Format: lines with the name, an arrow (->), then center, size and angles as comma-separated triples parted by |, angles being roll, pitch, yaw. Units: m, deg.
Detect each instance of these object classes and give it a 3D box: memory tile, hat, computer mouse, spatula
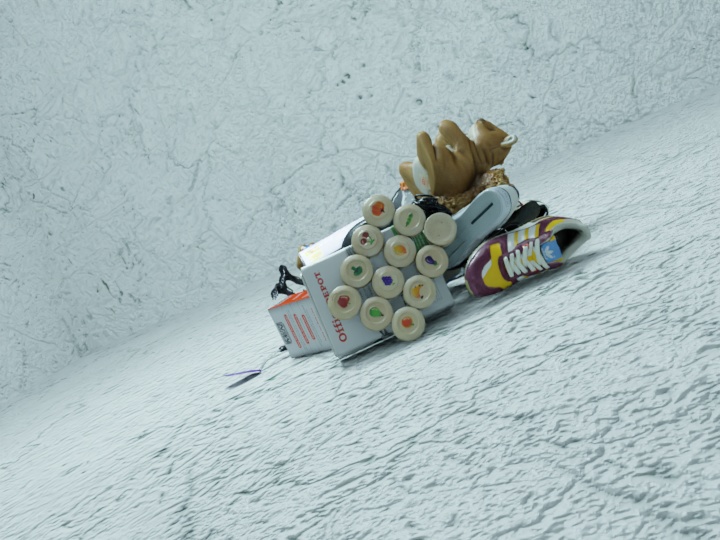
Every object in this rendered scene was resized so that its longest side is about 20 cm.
memory tile -> 0.049, -0.006, 1.318 | 0.151, 0.203, 0.017 | 18, -15, 9
hat -> 0.228, -0.029, 1.465 | 0.199, 0.082, 0.201 | -32, 10, 6
computer mouse -> 0.045, -0.071, 1.451 | 0.198, 0.053, 0.138 | -30, -18, 15
spatula -> -0.156, 0.156, 1.622 | 0.198, 0.021, 0.056 | -27, 5, -27

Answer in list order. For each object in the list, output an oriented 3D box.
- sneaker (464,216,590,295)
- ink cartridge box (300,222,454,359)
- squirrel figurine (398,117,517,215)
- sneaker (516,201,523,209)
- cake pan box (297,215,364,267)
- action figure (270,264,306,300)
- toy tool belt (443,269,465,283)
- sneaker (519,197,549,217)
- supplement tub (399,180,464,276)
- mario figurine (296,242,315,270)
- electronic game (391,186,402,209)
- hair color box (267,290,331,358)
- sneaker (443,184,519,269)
sneaker -> 0.244, -0.025, 1.314 | 0.198, 0.076, 0.090 | -32, 15, -19
ink cartridge box -> 0.024, 0.029, 1.369 | 0.197, 0.148, 0.084 | -23, -9, -3
squirrel figurine -> 0.196, -0.172, 1.571 | 0.184, 0.202, 0.142 | -22, -20, -20
sneaker -> 0.285, -0.085, 1.656 | 0.074, 0.091, 0.200 | -24, 6, -4
cake pan box -> 0.000, 0.000, 1.606 | 0.182, 0.201, 0.053 | -27, 48, -6
action figure -> -0.079, 0.056, 1.808 | 0.197, 0.103, 0.119 | 14, -41, -20
toy tool belt -> 0.107, -0.011, 1.567 | 0.122, 0.127, 0.199 | -7, 15, 41
sneaker -> 0.293, -0.097, 1.821 | 0.197, 0.075, 0.080 | -25, 8, -6
supplement tub -> 0.153, -0.091, 1.690 | 0.121, 0.203, 0.123 | -23, 6, 3
mario figurine -> -0.023, -0.001, 1.733 | 0.197, 0.107, 0.124 | 6, 44, 23
electronic game -> 0.126, -0.087, 1.789 | 0.198, 0.203, 0.041 | -27, 22, -31
hair color box -> -0.061, 0.080, 1.521 | 0.198, 0.103, 0.061 | -17, 13, 46
sneaker -> 0.172, -0.062, 1.383 | 0.070, 0.074, 0.199 | -17, -14, -45
